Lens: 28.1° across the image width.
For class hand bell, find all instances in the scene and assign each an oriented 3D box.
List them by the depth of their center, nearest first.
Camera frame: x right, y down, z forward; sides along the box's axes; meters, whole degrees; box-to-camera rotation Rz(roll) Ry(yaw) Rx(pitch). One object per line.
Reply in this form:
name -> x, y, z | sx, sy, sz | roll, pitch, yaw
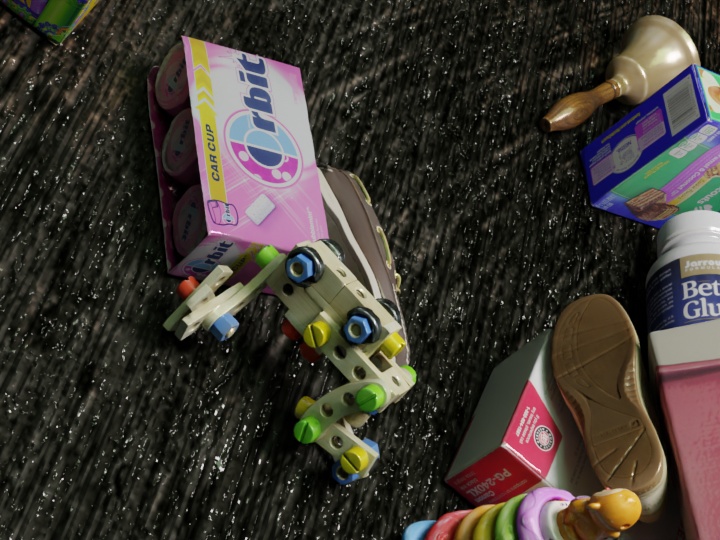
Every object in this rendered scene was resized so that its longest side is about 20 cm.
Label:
hand bell -> 0.260, -0.189, 1.518 | 0.200, 0.104, 0.104 | -30, 82, -36

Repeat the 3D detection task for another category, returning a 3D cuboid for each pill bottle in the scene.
pill bottle -> 0.329, 0.044, 1.373 | 0.111, 0.111, 0.201 | 25, 47, -23

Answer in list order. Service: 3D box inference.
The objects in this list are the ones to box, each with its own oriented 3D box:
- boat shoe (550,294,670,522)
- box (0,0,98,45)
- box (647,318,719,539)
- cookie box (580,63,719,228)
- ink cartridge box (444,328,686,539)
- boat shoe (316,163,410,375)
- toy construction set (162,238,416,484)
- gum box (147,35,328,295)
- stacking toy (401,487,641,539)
boat shoe -> 0.199, 0.107, 1.139 | 0.065, 0.071, 0.201 | 58, 20, -44
box -> -0.247, -0.321, 1.102 | 0.200, 0.193, 0.122 | 39, 44, -11
box -> 0.296, 0.151, 1.111 | 0.128, 0.108, 0.201 | 68, 13, -57
cookie box -> 0.356, -0.109, 1.463 | 0.199, 0.171, 0.076 | 15, 55, -31
ink cartridge box -> 0.186, 0.171, 1.184 | 0.200, 0.083, 0.145 | 41, 43, -9
boat shoe -> 0.000, 0.000, 1.166 | 0.059, 0.072, 0.201 | -3, 57, -37
toy construction set -> -0.041, 0.056, 1.061 | 0.200, 0.131, 0.092 | 40, 26, -2
gum box -> -0.099, -0.088, 1.147 | 0.113, 0.066, 0.201 | 12, 54, -34
stacking toy -> 0.127, 0.199, 1.030 | 0.116, 0.200, 0.110 | 12, 54, -32
